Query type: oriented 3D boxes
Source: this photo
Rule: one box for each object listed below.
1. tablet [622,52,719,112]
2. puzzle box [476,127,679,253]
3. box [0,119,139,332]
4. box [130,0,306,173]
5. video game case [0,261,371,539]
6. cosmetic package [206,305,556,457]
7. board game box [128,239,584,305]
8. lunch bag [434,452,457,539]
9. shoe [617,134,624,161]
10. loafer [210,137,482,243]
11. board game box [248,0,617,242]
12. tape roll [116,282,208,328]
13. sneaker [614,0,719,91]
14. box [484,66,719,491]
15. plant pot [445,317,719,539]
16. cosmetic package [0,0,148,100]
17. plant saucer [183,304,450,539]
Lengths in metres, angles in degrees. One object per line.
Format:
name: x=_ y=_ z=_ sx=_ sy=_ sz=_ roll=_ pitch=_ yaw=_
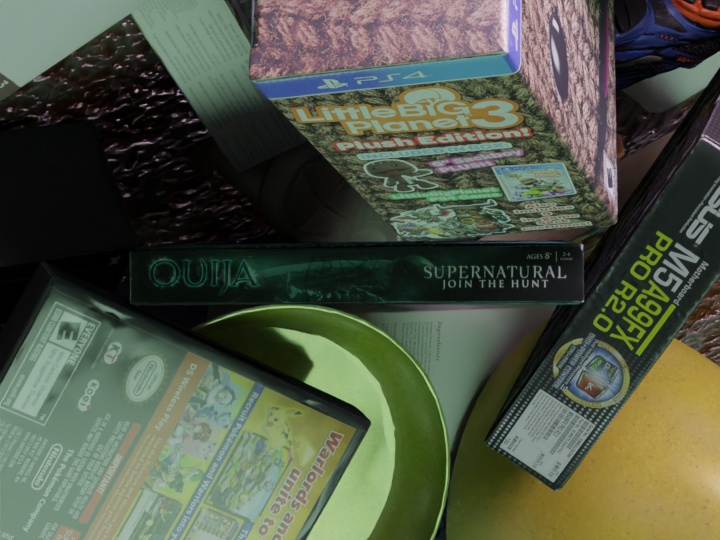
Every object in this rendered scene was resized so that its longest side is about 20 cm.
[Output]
tablet: x=0.167 y=-0.145 z=1.120 sx=0.130 sy=0.014 sz=0.200 roll=-34 pitch=151 yaw=19
puzzle box: x=0.137 y=-0.035 z=1.202 sx=0.133 sy=0.026 sz=0.200 roll=-29 pitch=175 yaw=12
box: x=-0.222 y=0.008 z=1.013 sx=0.199 sy=0.079 sz=0.141 roll=-9 pitch=154 yaw=-28
box: x=-0.072 y=-0.108 z=0.966 sx=0.041 sy=0.039 sz=0.200 roll=-24 pitch=153 yaw=5
video game case: x=-0.116 y=0.119 z=0.985 sx=0.180 sy=0.025 sz=0.201 roll=27 pitch=96 yaw=-30
cosmetic package: x=0.022 y=0.049 z=1.170 sx=0.199 sy=0.085 sz=0.107 roll=1 pitch=-172 yaw=-43
board game box: x=0.000 y=0.000 z=1.001 sx=0.199 sy=0.028 sz=0.135 roll=0 pitch=-178 yaw=1
lunch bag: x=0.062 y=0.131 z=1.310 sx=0.169 sy=0.200 sz=0.125 roll=-6 pitch=106 yaw=-35
shoe: x=0.067 y=-0.066 z=1.117 sx=0.053 sy=0.070 sz=0.200 roll=-43 pitch=151 yaw=26
loafer: x=0.001 y=-0.043 z=1.137 sx=0.200 sy=0.063 sz=0.072 roll=14 pitch=102 yaw=-55
board game box: x=0.036 y=-0.118 z=0.859 sx=0.096 sy=0.160 sz=0.200 roll=-4 pitch=163 yaw=17
tape roll: x=-0.122 y=0.082 z=1.243 sx=0.199 sy=0.066 sz=0.200 roll=-18 pitch=153 yaw=-10
sneaker: x=0.110 y=-0.117 z=1.035 sx=0.199 sy=0.076 sz=0.079 roll=-4 pitch=149 yaw=-25
box: x=0.142 y=-0.013 z=1.011 sx=0.200 sy=0.044 sz=0.160 roll=-58 pitch=177 yaw=34
plant pot: x=0.163 y=0.131 z=1.153 sx=0.199 sy=0.142 sz=0.201 roll=-13 pitch=109 yaw=-43
cosmetic package: x=-0.144 y=-0.134 z=0.815 sx=0.199 sy=0.081 sz=0.113 roll=-31 pitch=151 yaw=16
plant saucer: x=-0.052 y=0.105 z=1.041 sx=0.199 sy=0.031 sz=0.201 roll=-9 pitch=112 yaw=-22
